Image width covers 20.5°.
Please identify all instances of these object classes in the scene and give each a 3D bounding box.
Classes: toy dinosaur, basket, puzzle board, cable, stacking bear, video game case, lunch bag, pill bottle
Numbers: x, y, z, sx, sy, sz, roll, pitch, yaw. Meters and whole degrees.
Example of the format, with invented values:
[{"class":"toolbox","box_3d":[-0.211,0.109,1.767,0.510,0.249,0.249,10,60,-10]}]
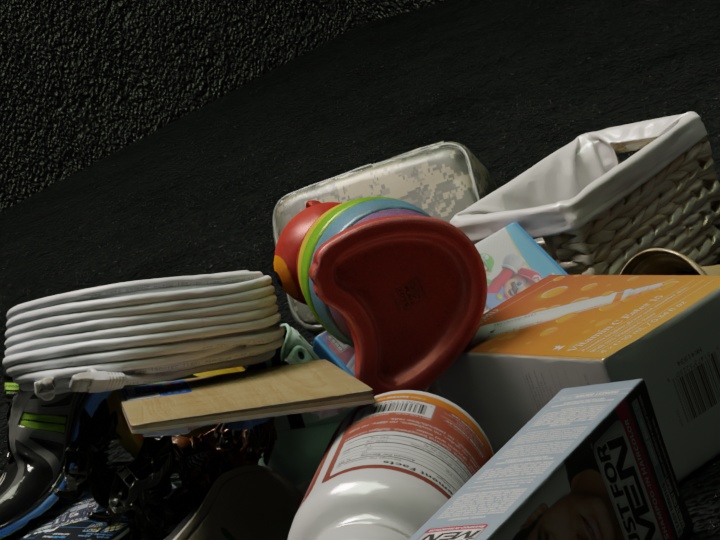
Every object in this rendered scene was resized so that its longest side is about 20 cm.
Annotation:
[{"class":"toy dinosaur","box_3d":[-0.134,0.166,1.380,0.102,0.136,0.201,-4,50,35]},{"class":"basket","box_3d":[0.193,-0.030,1.613,0.135,0.124,0.200,-8,18,47]},{"class":"puzzle board","box_3d":[-0.080,0.084,1.300,0.150,0.018,0.200,-8,4,-9]},{"class":"cable","box_3d":[-0.155,0.043,1.412,0.199,0.070,0.200,-9,0,-25]},{"class":"stacking bear","box_3d":[0.000,0.000,1.389,0.113,0.122,0.200,-29,19,-13]},{"class":"video game case","box_3d":[0.085,0.057,1.454,0.199,0.143,0.018,-29,-28,-29]},{"class":"lunch bag","box_3d":[0.045,-0.007,1.726,0.199,0.140,0.168,-20,-21,13]},{"class":"pill bottle","box_3d":[0.017,0.155,1.175,0.112,0.113,0.200,-18,14,15]}]

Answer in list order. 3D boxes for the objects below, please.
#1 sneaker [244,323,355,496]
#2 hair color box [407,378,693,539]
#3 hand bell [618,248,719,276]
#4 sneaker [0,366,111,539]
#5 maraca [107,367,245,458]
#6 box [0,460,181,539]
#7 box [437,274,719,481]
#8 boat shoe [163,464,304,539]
[{"class":"sneaker","box_3d":[-0.007,0.082,1.498,0.200,0.119,0.074,-29,13,-34]},{"class":"hair color box","box_3d":[0.104,0.148,1.088,0.060,0.100,0.200,-10,18,39]},{"class":"hand bell","box_3d":[0.285,0.015,1.423,0.199,0.105,0.104,-16,7,-37]},{"class":"sneaker","box_3d":[-0.249,0.113,1.529,0.071,0.083,0.200,-8,53,57]},{"class":"maraca","box_3d":[-0.131,0.108,1.578,0.200,0.137,0.108,-13,58,60]},{"class":"box","box_3d":[-0.203,0.199,1.503,0.199,0.046,0.159,-8,20,47]},{"class":"box","box_3d":[0.158,0.071,1.319,0.124,0.098,0.200,-29,14,-29]},{"class":"boat shoe","box_3d":[-0.096,0.187,1.335,0.068,0.072,0.200,-43,-4,29]}]
